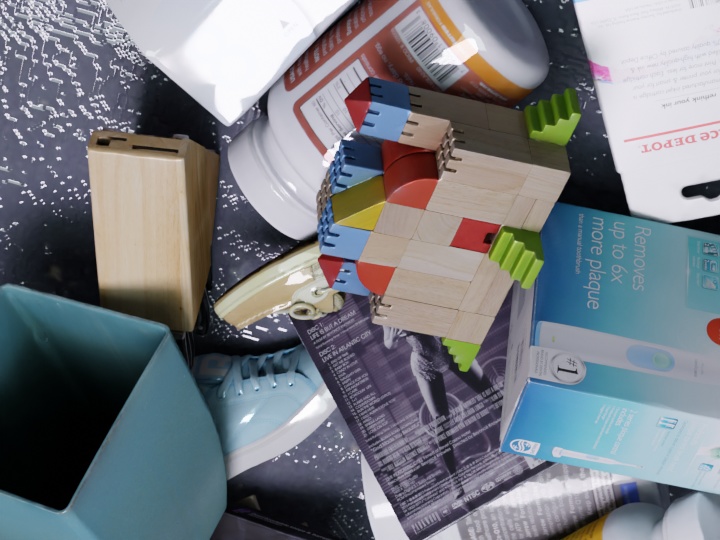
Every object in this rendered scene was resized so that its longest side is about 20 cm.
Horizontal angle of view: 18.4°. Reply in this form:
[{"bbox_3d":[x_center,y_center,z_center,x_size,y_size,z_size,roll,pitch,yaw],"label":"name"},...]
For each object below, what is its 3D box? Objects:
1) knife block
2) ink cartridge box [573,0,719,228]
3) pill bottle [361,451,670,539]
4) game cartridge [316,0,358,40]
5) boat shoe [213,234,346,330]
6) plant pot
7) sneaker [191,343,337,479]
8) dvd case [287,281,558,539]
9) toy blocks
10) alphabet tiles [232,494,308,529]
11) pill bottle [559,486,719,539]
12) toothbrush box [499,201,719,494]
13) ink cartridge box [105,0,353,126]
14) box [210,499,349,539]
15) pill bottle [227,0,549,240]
[{"bbox_3d":[-0.138,0.002,1.470,0.064,0.200,0.176,5,89,4],"label":"knife block"},{"bbox_3d":[0.205,-0.137,1.407,0.115,0.068,0.201,-10,116,15],"label":"ink cartridge box"},{"bbox_3d":[0.108,0.140,1.540,0.199,0.114,0.114,-9,116,11],"label":"pill bottle"},{"bbox_3d":[-0.096,-0.220,1.422,0.200,0.041,0.133,43,118,-15],"label":"game cartridge"},{"bbox_3d":[0.001,-0.001,1.468,0.200,0.073,0.063,-24,94,1],"label":"boat shoe"},{"bbox_3d":[-0.178,0.132,1.488,0.141,0.142,0.200,14,152,29],"label":"plant pot"},{"bbox_3d":[-0.085,0.088,1.561,0.200,0.074,0.082,-34,113,22],"label":"sneaker"},{"bbox_3d":[0.051,0.061,1.494,0.148,0.016,0.200,-31,80,10],"label":"dvd case"},{"bbox_3d":[0.035,-0.035,1.367,0.136,0.100,0.200,11,131,-16],"label":"toy blocks"},{"bbox_3d":[-0.082,0.275,1.632,0.166,0.006,0.201,-26,80,29],"label":"alphabet tiles"},{"bbox_3d":[0.167,0.221,1.458,0.200,0.113,0.113,-33,109,30],"label":"pill bottle"},{"bbox_3d":[0.197,0.053,1.414,0.199,0.147,0.085,13,143,-4],"label":"toothbrush box"},{"bbox_3d":[-0.101,-0.211,1.381,0.200,0.047,0.160,40,116,-16],"label":"ink cartridge box"},{"bbox_3d":[-0.089,0.272,1.613,0.143,0.036,0.201,14,98,28],"label":"box"},{"bbox_3d":[0.014,-0.110,1.423,0.200,0.112,0.112,-38,107,24],"label":"pill bottle"}]
